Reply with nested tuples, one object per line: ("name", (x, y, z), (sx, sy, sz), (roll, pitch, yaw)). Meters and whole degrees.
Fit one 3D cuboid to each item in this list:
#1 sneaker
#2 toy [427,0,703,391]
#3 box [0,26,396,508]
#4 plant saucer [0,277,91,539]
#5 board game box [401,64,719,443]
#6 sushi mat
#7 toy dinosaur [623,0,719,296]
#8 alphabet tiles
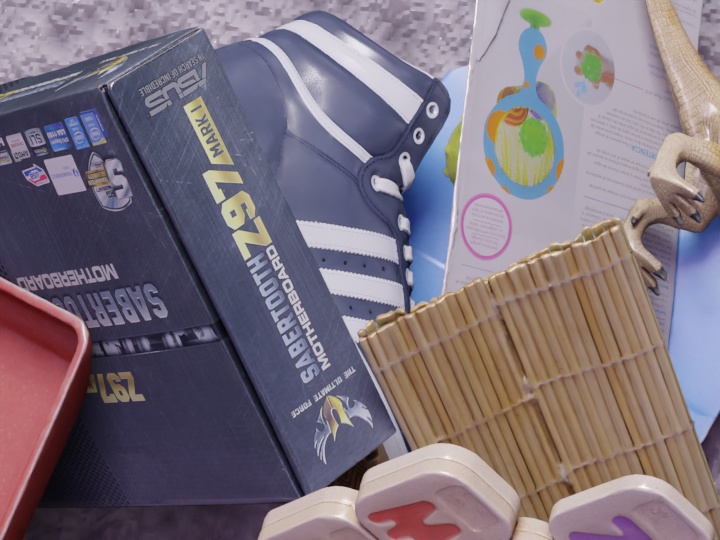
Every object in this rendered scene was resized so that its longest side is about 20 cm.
("sneaker", (0.000, 0.000, 0.909), (0.108, 0.070, 0.201), (-34, 101, -33))
("toy", (0.069, -0.047, 0.905), (0.047, 0.115, 0.201), (1, 79, 52))
("box", (-0.093, 0.007, 0.886), (0.051, 0.200, 0.158), (-35, 107, -34))
("plant saucer", (-0.191, 0.082, 0.905), (0.200, 0.037, 0.200), (24, 90, 39))
("board game box", (0.070, 0.020, 0.950), (0.158, 0.039, 0.200), (29, 86, 15))
("sushi mat", (0.074, 0.072, 0.868), (0.095, 0.200, 0.012), (-21, 38, 4))
("toy dinosaur", (0.134, -0.039, 0.900), (0.200, 0.058, 0.101), (51, 52, -4))
("alphabet tiles", (0.061, 0.134, 0.833), (0.195, 0.200, 0.015), (-25, 32, 41))
